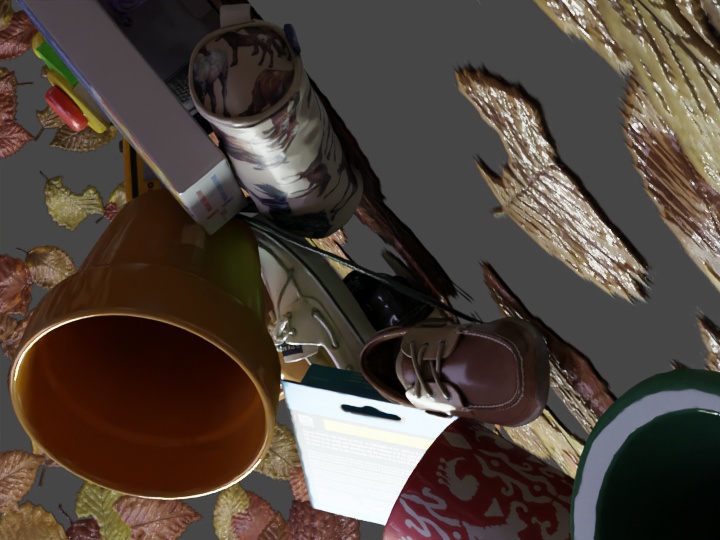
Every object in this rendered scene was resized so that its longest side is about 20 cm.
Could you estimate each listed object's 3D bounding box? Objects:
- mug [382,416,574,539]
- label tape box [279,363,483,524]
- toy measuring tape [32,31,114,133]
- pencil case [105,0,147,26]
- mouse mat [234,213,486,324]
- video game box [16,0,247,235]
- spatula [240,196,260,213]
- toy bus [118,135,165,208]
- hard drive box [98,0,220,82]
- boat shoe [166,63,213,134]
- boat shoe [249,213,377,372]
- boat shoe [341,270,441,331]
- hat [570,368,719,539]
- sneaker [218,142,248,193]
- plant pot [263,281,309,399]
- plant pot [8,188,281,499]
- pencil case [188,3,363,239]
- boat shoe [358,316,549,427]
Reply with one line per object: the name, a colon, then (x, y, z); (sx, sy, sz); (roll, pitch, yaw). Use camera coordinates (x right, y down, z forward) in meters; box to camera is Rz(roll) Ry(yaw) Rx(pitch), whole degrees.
mug: (0.115, 0.217, 1.035); (0.199, 0.179, 0.133); (32, -161, 17)
label tape box: (0.024, 0.128, 1.185); (0.142, 0.064, 0.201); (10, 145, 14)
toy measuring tape: (-0.193, -0.123, 1.217); (0.200, 0.074, 0.074); (43, 172, 13)
pencil case: (-0.189, -0.265, 1.006); (0.201, 0.084, 0.085); (51, -163, 4)
mouse mat: (0.000, 0.000, 1.137); (0.198, 0.008, 0.161); (25, 179, -13)
video game box: (-0.162, -0.125, 1.055); (0.201, 0.047, 0.182); (50, 178, 6)
spatula: (-0.119, -0.045, 1.250); (0.056, 0.021, 0.199); (15, 162, -41)
toy bus: (-0.165, -0.081, 1.338); (0.200, 0.077, 0.066); (41, -136, -85)
hard drive box: (-0.197, -0.230, 1.249); (0.156, 0.077, 0.200); (51, 174, -12)
boat shoe: (-0.141, -0.152, 1.333); (0.062, 0.074, 0.200); (52, 180, -13)
boat shoe: (-0.048, 0.051, 1.260); (0.203, 0.086, 0.074); (54, 157, -11)
boat shoe: (0.010, 0.030, 1.331); (0.066, 0.074, 0.199); (53, 173, -10)
hat: (0.209, 0.113, 0.691); (0.166, 0.175, 0.201); (48, 136, 27)
sneaker: (-0.067, -0.075, 1.287); (0.091, 0.066, 0.200); (55, 170, -24)
plant pot: (-0.115, 0.045, 1.358); (0.200, 0.139, 0.203); (31, -128, -52)
plant pot: (-0.151, 0.041, 1.169); (0.201, 0.198, 0.184); (54, -151, -33)
pencil case: (-0.054, -0.095, 1.036); (0.077, 0.091, 0.200); (2, 158, 14)
boat shoe: (0.060, 0.070, 1.027); (0.200, 0.071, 0.077); (172, 94, -65)
